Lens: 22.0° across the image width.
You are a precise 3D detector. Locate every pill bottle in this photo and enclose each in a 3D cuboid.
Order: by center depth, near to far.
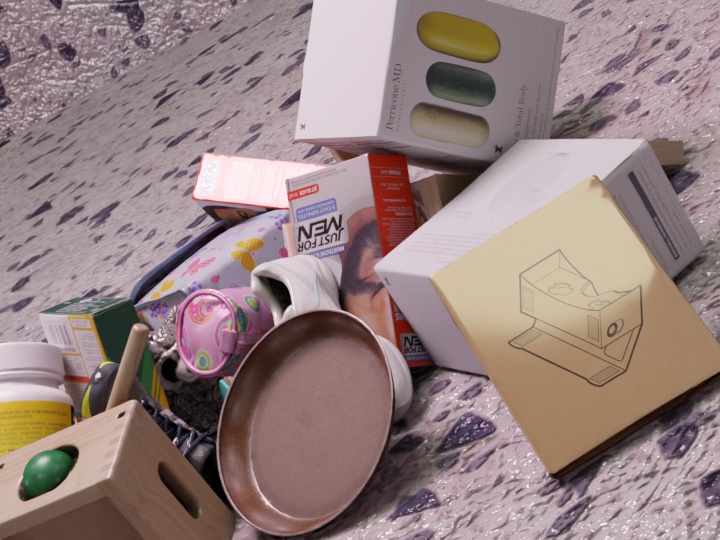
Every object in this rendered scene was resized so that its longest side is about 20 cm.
[{"bbox_3d":[-0.330,0.177,1.791,0.114,0.201,0.114,-5,-14,-1],"label":"pill bottle"}]

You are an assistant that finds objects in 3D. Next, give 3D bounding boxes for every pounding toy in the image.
[{"bbox_3d":[-0.215,0.187,1.579,0.183,0.200,0.143,-24,29,23],"label":"pounding toy"}]

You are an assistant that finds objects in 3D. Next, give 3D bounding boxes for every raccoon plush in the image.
[{"bbox_3d":[-0.209,0.106,1.899,0.199,0.134,0.097,-9,29,49],"label":"raccoon plush"}]

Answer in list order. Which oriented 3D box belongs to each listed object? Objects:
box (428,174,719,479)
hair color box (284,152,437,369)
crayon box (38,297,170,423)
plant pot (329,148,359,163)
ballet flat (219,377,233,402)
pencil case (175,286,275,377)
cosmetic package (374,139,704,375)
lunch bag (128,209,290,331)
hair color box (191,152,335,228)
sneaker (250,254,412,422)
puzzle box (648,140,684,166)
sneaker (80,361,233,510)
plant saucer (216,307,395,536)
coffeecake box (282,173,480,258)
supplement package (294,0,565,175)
[{"bbox_3d":[0.169,0.041,1.451,0.163,0.021,0.200,-32,60,1],"label":"box"},{"bbox_3d":[0.000,0.000,1.741,0.111,0.201,0.064,-15,-8,40],"label":"hair color box"},{"bbox_3d":[-0.241,0.127,1.830,0.051,0.201,0.125,-23,13,-31],"label":"crayon box"},{"bbox_3d":[0.090,-0.193,2.015,0.200,0.197,0.202,-34,51,58],"label":"plant pot"},{"bbox_3d":[-0.085,0.131,1.761,0.065,0.071,0.200,-17,20,-11],"label":"ballet flat"},{"bbox_3d":[-0.086,0.061,1.768,0.087,0.088,0.199,-18,-15,35],"label":"pencil case"},{"bbox_3d":[0.155,-0.010,1.636,0.200,0.123,0.199,-39,20,-20],"label":"cosmetic package"},{"bbox_3d":[-0.161,0.026,2.047,0.169,0.128,0.200,-39,12,-30],"label":"lunch bag"},{"bbox_3d":[-0.076,-0.079,2.077,0.199,0.102,0.062,7,73,22],"label":"hair color box"},{"bbox_3d":[-0.032,0.065,1.678,0.080,0.200,0.071,0,-49,-52],"label":"sneaker"},{"bbox_3d":[0.207,-0.109,1.849,0.132,0.026,0.200,-3,0,-34],"label":"puzzle box"},{"bbox_3d":[-0.175,0.151,1.662,0.081,0.200,0.074,0,52,37],"label":"sneaker"},{"bbox_3d":[-0.042,0.132,1.600,0.199,0.032,0.201,-17,62,35],"label":"plant saucer"},{"bbox_3d":[0.049,-0.036,1.841,0.199,0.074,0.153,-17,-9,38],"label":"coffeecake box"},{"bbox_3d":[0.066,-0.181,1.777,0.199,0.153,0.150,10,-3,-33],"label":"supplement package"}]
